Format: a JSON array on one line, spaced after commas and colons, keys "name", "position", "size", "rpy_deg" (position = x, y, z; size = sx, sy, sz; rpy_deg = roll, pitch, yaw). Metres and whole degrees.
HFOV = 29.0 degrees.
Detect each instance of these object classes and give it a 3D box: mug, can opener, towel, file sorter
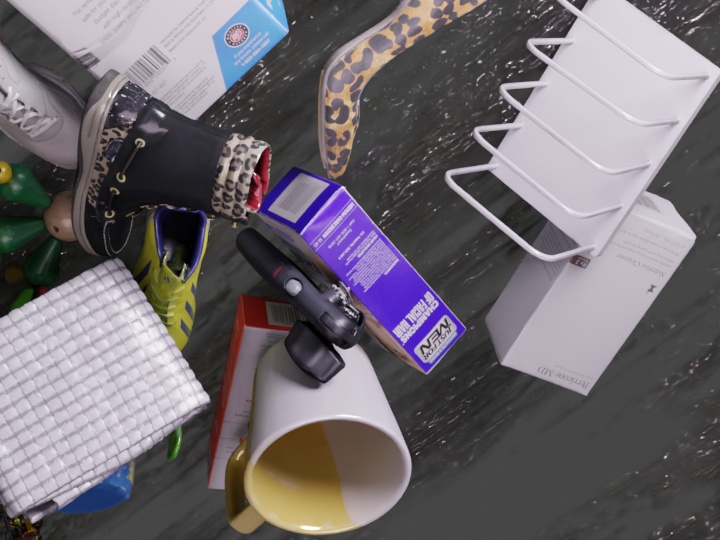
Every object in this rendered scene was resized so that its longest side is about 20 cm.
[{"name": "mug", "position": [-0.055, 0.140, 1.281], "size": [0.185, 0.154, 0.150], "rpy_deg": [-16, 130, 3]}, {"name": "can opener", "position": [-0.061, 0.017, 1.256], "size": [0.078, 0.200, 0.064], "rpy_deg": [-39, 136, -3]}, {"name": "towel", "position": [-0.257, 0.107, 1.231], "size": [0.199, 0.086, 0.166], "rpy_deg": [-32, 87, -19]}, {"name": "file sorter", "position": [0.188, -0.127, 1.210], "size": [0.124, 0.139, 0.201], "rpy_deg": [-13, 139, -57]}]

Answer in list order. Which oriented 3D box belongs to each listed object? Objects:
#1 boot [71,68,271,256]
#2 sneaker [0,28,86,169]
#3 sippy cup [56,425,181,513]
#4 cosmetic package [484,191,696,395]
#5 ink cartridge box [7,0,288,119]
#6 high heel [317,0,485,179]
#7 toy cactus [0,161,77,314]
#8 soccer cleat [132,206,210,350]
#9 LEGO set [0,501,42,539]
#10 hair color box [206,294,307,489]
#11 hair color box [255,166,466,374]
[{"name": "boot", "position": [-0.160, -0.062, 1.173], "size": [0.152, 0.074, 0.205], "rpy_deg": [21, 140, 5]}, {"name": "sneaker", "position": [-0.303, -0.149, 1.179], "size": [0.075, 0.092, 0.200], "rpy_deg": [-36, 120, 14]}, {"name": "sippy cup", "position": [-0.267, 0.156, 1.319], "size": [0.176, 0.132, 0.140], "rpy_deg": [-11, 155, 6]}, {"name": "cosmetic package", "position": [0.220, 0.012, 1.362], "size": [0.112, 0.081, 0.201], "rpy_deg": [18, 116, -21]}, {"name": "ink cartridge box", "position": [-0.179, -0.231, 1.151], "size": [0.146, 0.085, 0.200], "rpy_deg": [-39, 119, 17]}, {"name": "high heel", "position": [0.034, -0.171, 1.224], "size": [0.141, 0.072, 0.202], "rpy_deg": [4, 112, -4]}, {"name": "toy cactus", "position": [-0.299, -0.039, 1.256], "size": [0.163, 0.102, 0.202], "rpy_deg": [-16, 114, -10]}, {"name": "soccer cleat", "position": [-0.179, 0.004, 1.295], "size": [0.064, 0.084, 0.202], "rpy_deg": [6, 120, -12]}, {"name": "LEGO set", "position": [-0.391, 0.325, 1.421], "size": [0.115, 0.154, 0.201], "rpy_deg": [-5, 131, -26]}, {"name": "hair color box", "position": [-0.090, 0.128, 1.399], "size": [0.100, 0.061, 0.202], "rpy_deg": [8, 119, -14]}, {"name": "hair color box", "position": [0.000, 0.000, 1.298], "size": [0.065, 0.109, 0.200], "rpy_deg": [-48, 119, -8]}]
